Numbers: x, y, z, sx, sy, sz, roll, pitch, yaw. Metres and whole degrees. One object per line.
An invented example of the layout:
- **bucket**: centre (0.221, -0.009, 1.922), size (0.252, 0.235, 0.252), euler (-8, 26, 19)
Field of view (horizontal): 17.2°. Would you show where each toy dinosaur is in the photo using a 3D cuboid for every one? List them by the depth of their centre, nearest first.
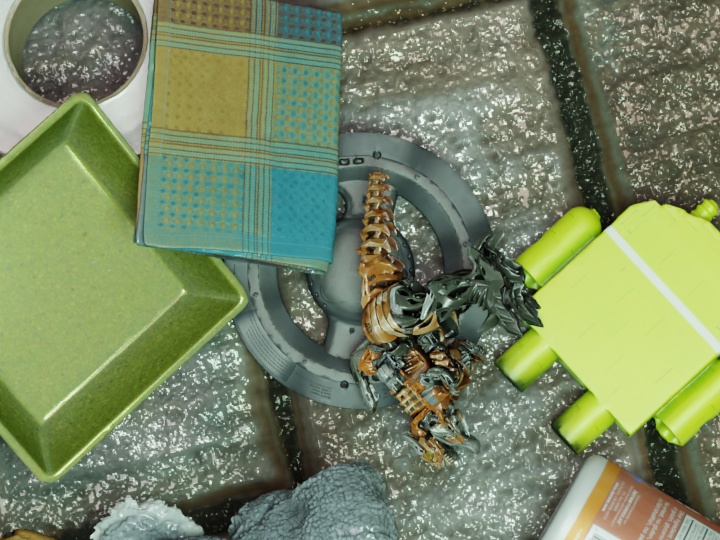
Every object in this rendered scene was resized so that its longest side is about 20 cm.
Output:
- **toy dinosaur**: centre (0.047, 0.033, 1.662), size (0.135, 0.102, 0.201), euler (-19, 110, 15)

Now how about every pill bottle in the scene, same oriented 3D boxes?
- **pill bottle**: centre (0.218, 0.223, 1.648), size (0.199, 0.112, 0.112), euler (31, 82, 5)

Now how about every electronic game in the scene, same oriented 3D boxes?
- **electronic game**: centre (0.000, 0.000, 1.725), size (0.199, 0.042, 0.201), euler (0, 88, -1)

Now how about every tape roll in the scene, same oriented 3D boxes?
- **tape roll**: centre (-0.205, -0.161, 1.743), size (0.201, 0.071, 0.204), euler (0, 80, 0)

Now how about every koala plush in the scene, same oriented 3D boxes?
- **koala plush**: centre (-0.076, 0.216, 1.595), size (0.199, 0.184, 0.178), euler (-7, 65, -7)

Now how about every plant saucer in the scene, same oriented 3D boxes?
- **plant saucer**: centre (-0.213, 0.011, 1.670), size (0.200, 0.048, 0.200), euler (-43, 111, -13)

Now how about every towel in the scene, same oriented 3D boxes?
- **towel**: centre (-0.084, -0.100, 1.684), size (0.146, 0.022, 0.201), euler (9, 70, -19)

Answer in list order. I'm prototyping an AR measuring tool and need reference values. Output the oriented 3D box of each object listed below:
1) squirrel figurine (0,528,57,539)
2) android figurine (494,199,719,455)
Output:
- **squirrel figurine**: centre (-0.239, 0.275, 1.572), size (0.186, 0.141, 0.200), euler (-35, 93, -16)
- **android figurine**: centre (0.198, 0.033, 1.716), size (0.200, 0.041, 0.182), euler (-44, 81, -4)
